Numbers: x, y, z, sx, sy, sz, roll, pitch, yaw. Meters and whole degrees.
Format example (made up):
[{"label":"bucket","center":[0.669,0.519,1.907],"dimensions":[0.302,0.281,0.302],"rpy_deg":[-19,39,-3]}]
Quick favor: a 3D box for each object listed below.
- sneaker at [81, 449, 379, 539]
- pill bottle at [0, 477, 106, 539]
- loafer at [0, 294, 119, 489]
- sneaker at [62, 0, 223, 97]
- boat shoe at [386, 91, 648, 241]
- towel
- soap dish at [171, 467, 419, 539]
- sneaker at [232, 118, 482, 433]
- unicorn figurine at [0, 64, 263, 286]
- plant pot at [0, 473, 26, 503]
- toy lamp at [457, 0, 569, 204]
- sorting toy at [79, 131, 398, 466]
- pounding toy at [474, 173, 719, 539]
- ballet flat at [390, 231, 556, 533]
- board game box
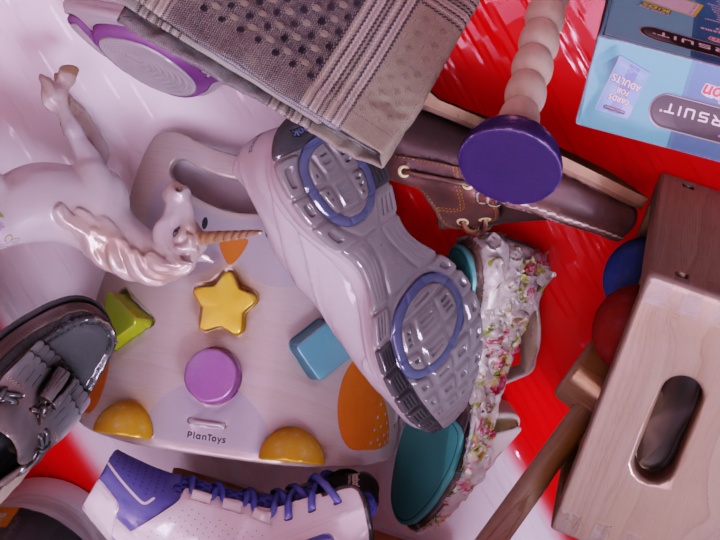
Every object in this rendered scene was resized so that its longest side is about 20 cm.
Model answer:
[{"label":"sneaker","center":[-0.051,0.148,1.088],"dimensions":[0.199,0.081,0.115],"rpy_deg":[36,92,-4]},{"label":"pill bottle","center":[-0.218,0.212,1.147],"dimensions":[0.116,0.200,0.117],"rpy_deg":[4,112,9]},{"label":"loafer","center":[-0.206,0.099,1.047],"dimensions":[0.200,0.063,0.072],"rpy_deg":[-43,125,-7]},{"label":"sneaker","center":[-0.071,-0.149,1.054],"dimensions":[0.199,0.100,0.075],"rpy_deg":[7,155,26]},{"label":"boat shoe","center":[0.058,-0.056,1.054],"dimensions":[0.199,0.070,0.071],"rpy_deg":[24,94,11]},{"label":"towel","center":[-0.030,-0.169,0.980],"dimensions":[0.192,0.201,0.035],"rpy_deg":[32,150,-4]},{"label":"soap dish","center":[-0.043,0.226,1.183],"dimensions":[0.199,0.081,0.158],"rpy_deg":[17,114,5]},{"label":"sneaker","center":[0.000,0.000,1.047],"dimensions":[0.087,0.074,0.201],"rpy_deg":[0,122,59]},{"label":"unicorn figurine","center":[-0.171,-0.048,1.067],"dimensions":[0.199,0.074,0.138],"rpy_deg":[-12,71,-14]},{"label":"plant pot","center":[-0.290,0.064,1.124],"dimensions":[0.200,0.201,0.184],"rpy_deg":[-25,117,19]},{"label":"toy lamp","center":[0.092,-0.125,0.957],"dimensions":[0.058,0.201,0.058],"rpy_deg":[9,140,8]},{"label":"sorting toy","center":[-0.074,0.014,1.112],"dimensions":[0.199,0.107,0.181],"rpy_deg":[7,93,8]},{"label":"pounding toy","center":[0.153,0.073,1.028],"dimensions":[0.141,0.184,0.201],"rpy_deg":[20,114,3]},{"label":"ballet flat","center":[0.070,0.069,1.110],"dimensions":[0.064,0.076,0.201],"rpy_deg":[-1,122,-25]},{"label":"board game box","center":[0.191,-0.105,0.940],"dimensions":[0.150,0.200,0.047],"rpy_deg":[15,116,5]}]
